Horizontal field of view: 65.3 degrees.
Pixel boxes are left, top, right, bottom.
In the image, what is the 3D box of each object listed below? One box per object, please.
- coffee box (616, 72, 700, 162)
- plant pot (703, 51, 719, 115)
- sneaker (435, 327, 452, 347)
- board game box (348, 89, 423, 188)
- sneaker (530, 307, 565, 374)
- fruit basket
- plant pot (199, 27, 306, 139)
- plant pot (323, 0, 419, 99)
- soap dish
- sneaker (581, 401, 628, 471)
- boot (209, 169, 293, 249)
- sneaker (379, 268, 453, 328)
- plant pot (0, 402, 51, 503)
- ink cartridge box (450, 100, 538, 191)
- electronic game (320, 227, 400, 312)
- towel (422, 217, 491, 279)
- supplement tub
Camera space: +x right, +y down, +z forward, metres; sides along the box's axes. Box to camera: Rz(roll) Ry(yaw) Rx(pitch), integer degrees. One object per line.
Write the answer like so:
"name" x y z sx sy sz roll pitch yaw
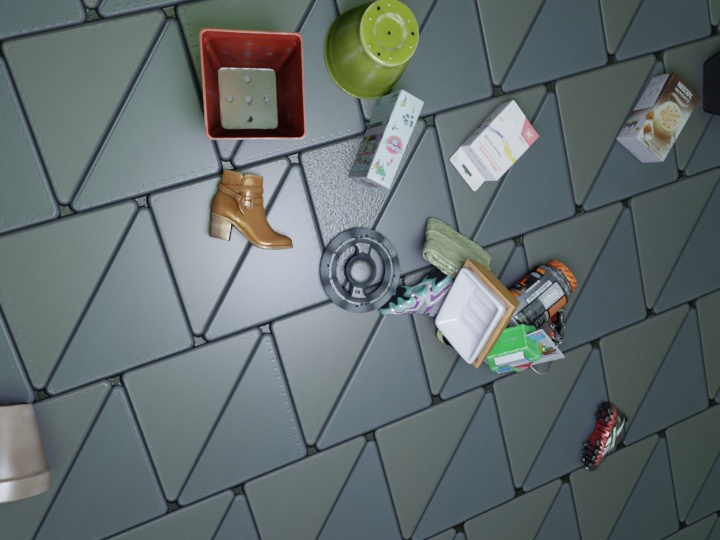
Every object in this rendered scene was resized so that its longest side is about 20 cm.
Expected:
"coffee box" 0.795 -0.406 1.502 0.113 0.080 0.202 31 89 -18
"plant pot" 1.046 -0.512 1.509 0.196 0.177 0.204 -8 100 -13
"sneaker" 0.282 0.187 1.437 0.196 0.083 0.073 16 94 -17
"board game box" 0.054 -0.293 1.272 0.063 0.147 0.203 22 92 -20
"sneaker" 0.501 0.183 1.499 0.075 0.082 0.204 5 96 -16
"fruit basket" 0.391 0.211 1.389 0.183 0.095 0.200 -19 139 26
"plant pot" -0.228 -0.369 1.166 0.196 0.176 0.204 -4 99 -16
"plant pot" 0.036 -0.489 1.216 0.196 0.193 0.205 -2 99 -15
"soap dish" 0.268 0.098 1.290 0.080 0.158 0.202 -12 138 -36
"sneaker" 0.702 0.483 1.604 0.096 0.071 0.204 21 90 -15
"boot" -0.232 -0.132 1.254 0.196 0.074 0.158 12 90 -20
"sneaker" 0.155 0.095 1.394 0.197 0.078 0.141 -24 123 9
"plant pot" -0.732 0.361 1.131 0.196 0.200 0.177 -1 82 -15
"ink cartridge box" 0.330 -0.304 1.390 0.200 0.067 0.117 -46 107 -6
"electronic game" 0.000 0.000 1.351 0.196 0.042 0.205 0 92 -10
"towel" 0.239 -0.039 1.374 0.198 0.150 0.037 30 133 -15
"supplement tub" 0.451 0.072 1.449 0.199 0.122 0.123 -38 106 -8
